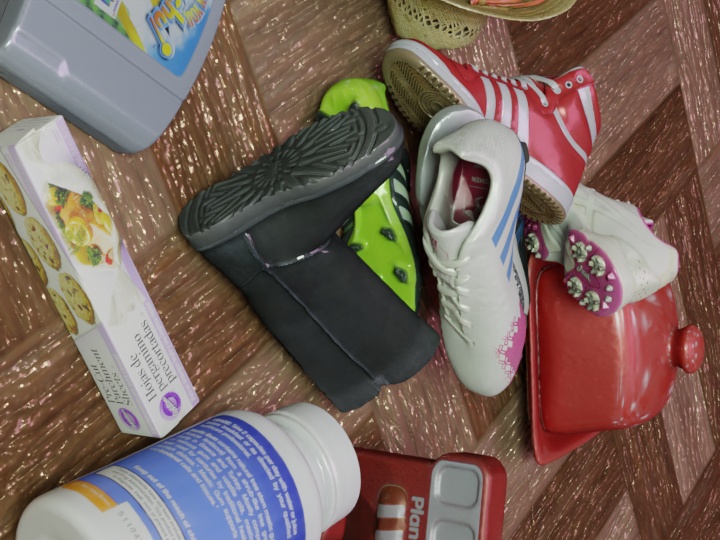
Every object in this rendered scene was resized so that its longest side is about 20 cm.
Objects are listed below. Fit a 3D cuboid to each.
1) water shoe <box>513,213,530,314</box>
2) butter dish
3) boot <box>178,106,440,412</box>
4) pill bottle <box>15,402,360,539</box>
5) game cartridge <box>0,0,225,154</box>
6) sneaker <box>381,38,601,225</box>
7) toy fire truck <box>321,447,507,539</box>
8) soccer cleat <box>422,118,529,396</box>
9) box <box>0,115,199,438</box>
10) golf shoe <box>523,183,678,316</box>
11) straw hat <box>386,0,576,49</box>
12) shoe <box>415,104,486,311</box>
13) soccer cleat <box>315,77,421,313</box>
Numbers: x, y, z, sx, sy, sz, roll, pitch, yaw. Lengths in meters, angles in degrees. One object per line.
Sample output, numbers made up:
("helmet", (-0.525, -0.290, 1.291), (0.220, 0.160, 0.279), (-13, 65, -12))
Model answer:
("water shoe", (0.104, -0.049, 1.002), (0.079, 0.071, 0.202), (-35, 119, -76))
("butter dish", (0.246, 0.071, 1.090), (0.199, 0.147, 0.202), (-9, 97, -57))
("boot", (-0.001, 0.000, 0.788), (0.200, 0.164, 0.066), (52, 27, -34))
("pill bottle", (-0.093, 0.151, 0.700), (0.199, 0.111, 0.113), (-20, 106, -45))
("game cartridge", (-0.139, -0.181, 0.706), (0.133, 0.040, 0.202), (36, 64, -50))
("sneaker", (0.109, -0.138, 0.911), (0.200, 0.071, 0.113), (40, 69, -25))
("toy fire truck", (0.020, 0.222, 0.805), (0.112, 0.167, 0.202), (13, 81, -50))
("soccer cleat", (0.072, -0.003, 0.811), (0.086, 0.069, 0.202), (-18, 113, -50))
("box", (-0.156, 0.007, 0.684), (0.039, 0.041, 0.201), (-44, 124, -40))
("golf shoe", (0.195, -0.039, 1.010), (0.091, 0.201, 0.076), (-13, 134, -19))
("straw hat", (0.059, -0.217, 0.896), (0.201, 0.200, 0.085), (-38, 159, -44))
("shoe", (0.074, -0.036, 0.901), (0.071, 0.091, 0.202), (-16, 113, -9))
("soccer cleat", (0.017, -0.047, 0.882), (0.081, 0.067, 0.202), (-33, 116, -60))
